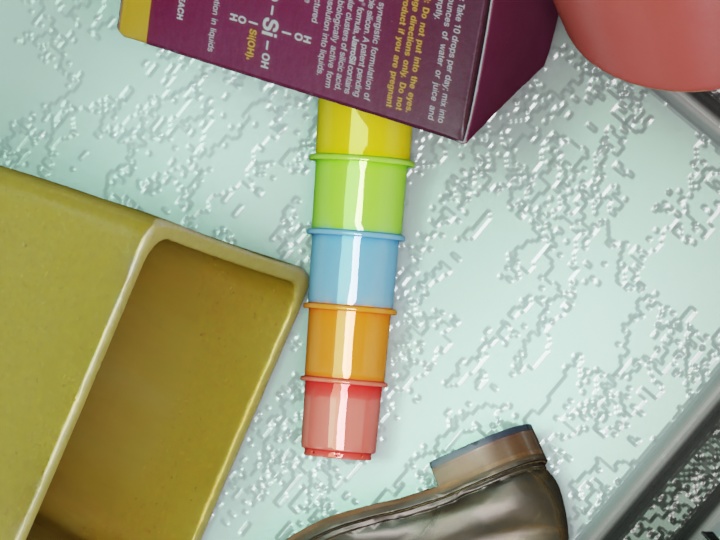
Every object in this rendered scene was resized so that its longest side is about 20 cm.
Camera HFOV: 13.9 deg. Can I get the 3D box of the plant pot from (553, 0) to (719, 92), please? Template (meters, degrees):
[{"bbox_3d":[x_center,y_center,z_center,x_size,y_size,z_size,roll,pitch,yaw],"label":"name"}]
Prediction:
[{"bbox_3d":[0.158,-0.196,1.423,0.200,0.178,0.201,-6,45,6],"label":"plant pot"}]

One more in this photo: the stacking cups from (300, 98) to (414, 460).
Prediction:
[{"bbox_3d":[0.000,0.000,1.567,0.060,0.060,0.201,1,87,15],"label":"stacking cups"}]

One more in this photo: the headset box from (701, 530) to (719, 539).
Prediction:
[{"bbox_3d":[0.184,0.227,1.436,0.092,0.174,0.201,-2,85,14],"label":"headset box"}]

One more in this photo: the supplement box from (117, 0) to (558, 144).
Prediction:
[{"bbox_3d":[-0.006,-0.159,1.532,0.200,0.131,0.103,19,118,17],"label":"supplement box"}]

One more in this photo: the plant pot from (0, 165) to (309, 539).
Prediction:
[{"bbox_3d":[-0.180,0.041,1.551,0.200,0.195,0.195,24,92,25],"label":"plant pot"}]

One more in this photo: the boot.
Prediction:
[{"bbox_3d":[0.020,0.166,1.538,0.200,0.075,0.097,-29,76,9],"label":"boot"}]
